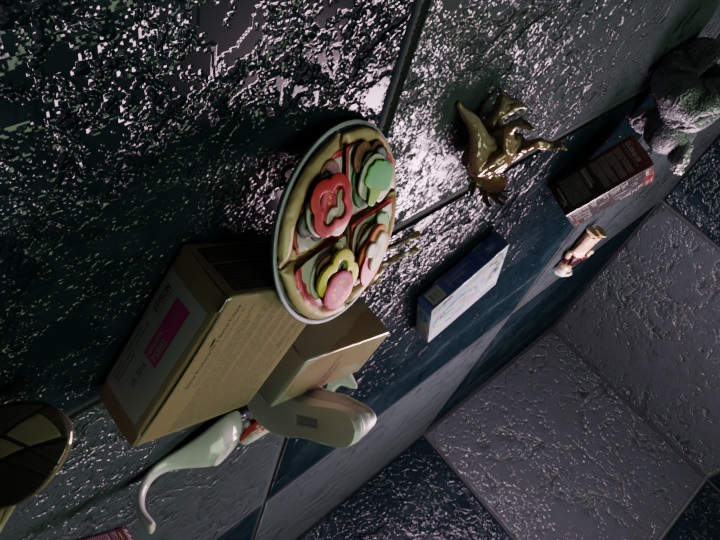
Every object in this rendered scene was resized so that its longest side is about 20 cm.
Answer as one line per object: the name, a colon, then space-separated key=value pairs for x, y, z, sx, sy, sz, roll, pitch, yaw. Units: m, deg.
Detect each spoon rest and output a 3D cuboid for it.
spoon rest: x=-0.242 y=0.272 z=0.921 sx=0.200 sy=0.061 sz=0.100 roll=-45 pitch=166 yaw=-38

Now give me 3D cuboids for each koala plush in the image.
koala plush: x=0.596 y=-0.294 z=1.213 sx=0.183 sy=0.178 sz=0.200 roll=-22 pitch=154 yaw=-20

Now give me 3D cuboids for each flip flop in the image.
flip flop: x=-0.310 y=0.179 z=0.568 sx=0.200 sy=0.081 sz=0.058 roll=-50 pitch=176 yaw=23

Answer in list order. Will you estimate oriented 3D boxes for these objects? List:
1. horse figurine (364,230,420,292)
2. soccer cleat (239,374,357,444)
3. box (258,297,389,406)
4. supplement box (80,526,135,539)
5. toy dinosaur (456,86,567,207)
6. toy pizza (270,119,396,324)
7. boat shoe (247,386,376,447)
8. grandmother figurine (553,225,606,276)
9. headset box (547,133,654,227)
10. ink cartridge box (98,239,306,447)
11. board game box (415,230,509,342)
horse figurine: x=0.000 y=0.000 z=0.800 sx=0.132 sy=0.050 sz=0.200 roll=-30 pitch=176 yaw=25
soccer cleat: x=-0.094 y=0.209 z=0.996 sx=0.200 sy=0.085 sz=0.069 roll=-40 pitch=-178 yaw=-16
box: x=-0.058 y=0.102 z=0.874 sx=0.200 sy=0.078 sz=0.095 roll=-12 pitch=144 yaw=-56
supplement box: x=-0.407 y=0.432 z=0.905 sx=0.109 sy=0.061 sz=0.200 roll=-45 pitch=161 yaw=5
toy dinosaur: x=0.160 y=-0.141 z=0.804 sx=0.136 sy=0.086 sz=0.200 roll=-45 pitch=156 yaw=26
toy pizza: x=-0.012 y=-0.041 z=0.621 sx=0.200 sy=0.032 sz=0.201 roll=-36 pitch=136 yaw=-46
boat shoe: x=-0.069 y=0.187 z=0.888 sx=0.068 sy=0.199 sz=0.072 roll=-7 pitch=96 yaw=-55
grandmother figurine: x=0.659 y=-0.053 z=1.970 sx=0.121 sy=0.061 sz=0.200 roll=5 pitch=138 yaw=-28
headset box: x=0.481 y=-0.176 z=1.271 sx=0.200 sy=0.077 sz=0.149 roll=-33 pitch=164 yaw=19
ink cartridge box: x=-0.140 y=0.066 z=0.649 sx=0.200 sy=0.075 sz=0.164 roll=-53 pitch=157 yaw=23
board game box: x=0.195 y=0.037 z=1.278 sx=0.200 sy=0.043 sz=0.199 roll=-39 pitch=159 yaw=-12
